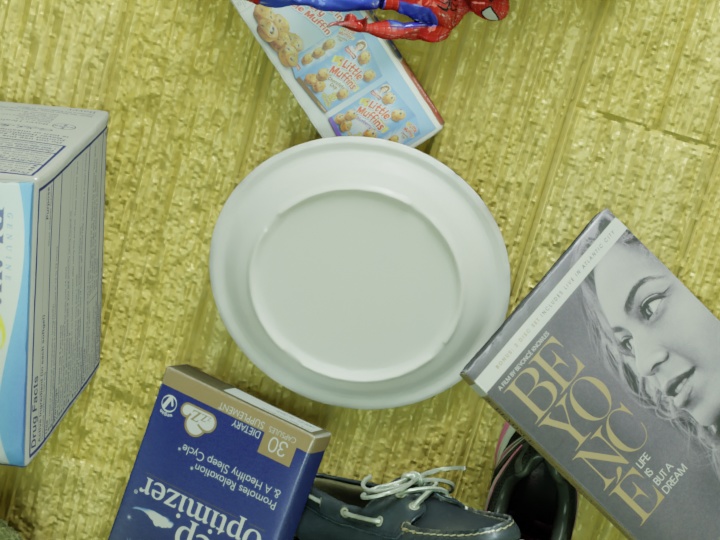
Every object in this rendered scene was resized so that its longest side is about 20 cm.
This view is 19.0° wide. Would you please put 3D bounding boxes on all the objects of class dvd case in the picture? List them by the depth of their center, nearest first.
[{"bbox_3d":[0.182,0.081,1.393,0.200,0.016,0.149,44,74,-6],"label":"dvd case"}]

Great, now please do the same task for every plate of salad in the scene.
[{"bbox_3d":[0.000,0.000,1.415,0.199,0.048,0.201,4,118,7],"label":"plate of salad"}]

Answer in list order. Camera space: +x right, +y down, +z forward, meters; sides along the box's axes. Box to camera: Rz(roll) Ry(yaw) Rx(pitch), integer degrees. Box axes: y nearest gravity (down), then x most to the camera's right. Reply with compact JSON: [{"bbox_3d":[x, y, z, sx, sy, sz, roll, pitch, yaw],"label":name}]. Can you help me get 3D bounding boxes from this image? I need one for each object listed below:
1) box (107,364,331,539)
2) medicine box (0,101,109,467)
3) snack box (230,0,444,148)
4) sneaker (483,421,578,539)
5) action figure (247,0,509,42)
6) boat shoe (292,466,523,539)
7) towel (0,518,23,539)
[{"bbox_3d":[-0.107,0.179,1.456,0.121,0.032,0.201,23,101,21],"label":"box"},{"bbox_3d":[-0.231,0.002,1.364,0.102,0.200,0.183,6,106,5],"label":"medicine box"},{"bbox_3d":[-0.029,-0.157,1.386,0.072,0.024,0.200,-32,100,13],"label":"snack box"},{"bbox_3d":[0.104,0.190,1.436,0.080,0.086,0.201,5,107,7],"label":"sneaker"},{"bbox_3d":[-0.001,-0.180,1.345,0.199,0.052,0.066,8,87,-16],"label":"action figure"},{"bbox_3d":[0.027,0.162,1.411,0.200,0.075,0.062,-3,94,52],"label":"boat shoe"},{"bbox_3d":[-0.263,0.256,1.497,0.148,0.037,0.200,-33,119,8],"label":"towel"}]
